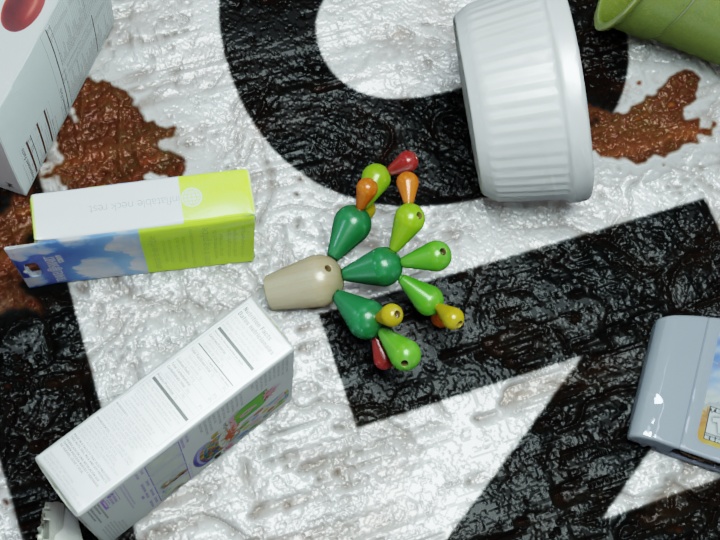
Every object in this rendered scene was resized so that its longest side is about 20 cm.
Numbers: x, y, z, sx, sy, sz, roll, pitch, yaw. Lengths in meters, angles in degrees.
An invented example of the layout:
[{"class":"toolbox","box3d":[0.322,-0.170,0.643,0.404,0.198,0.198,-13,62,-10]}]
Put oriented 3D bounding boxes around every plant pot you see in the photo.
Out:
[{"class":"plant pot","box3d":[0.354,-0.268,1.102,0.189,0.200,0.201,28,69,-8]}]

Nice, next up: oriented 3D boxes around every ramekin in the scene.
[{"class":"ramekin","box3d":[0.139,-0.152,1.026,0.094,0.202,0.203,-10,70,6]}]

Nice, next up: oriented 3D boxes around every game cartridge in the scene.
[{"class":"game cartridge","box3d":[0.343,0.117,1.024,0.199,0.042,0.134,18,73,2]}]

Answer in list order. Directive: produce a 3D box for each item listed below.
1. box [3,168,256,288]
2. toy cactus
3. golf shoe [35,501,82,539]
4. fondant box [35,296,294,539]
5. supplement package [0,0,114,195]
[{"class":"box","box3d":[-0.189,-0.033,0.986,0.199,0.122,0.048,-7,74,-8]},{"class":"toy cactus","box3d":[0.000,0.000,1.020,0.164,0.102,0.201,-13,73,10]},{"class":"golf shoe","box3d":[-0.201,0.275,0.907,0.097,0.078,0.201,-8,78,-20]},{"class":"fondant box","box3d":[-0.145,0.122,0.921,0.200,0.144,0.058,-36,75,-16]},{"class":"supplement package","box3d":[-0.348,-0.210,1.024,0.190,0.147,0.201,20,68,2]}]
